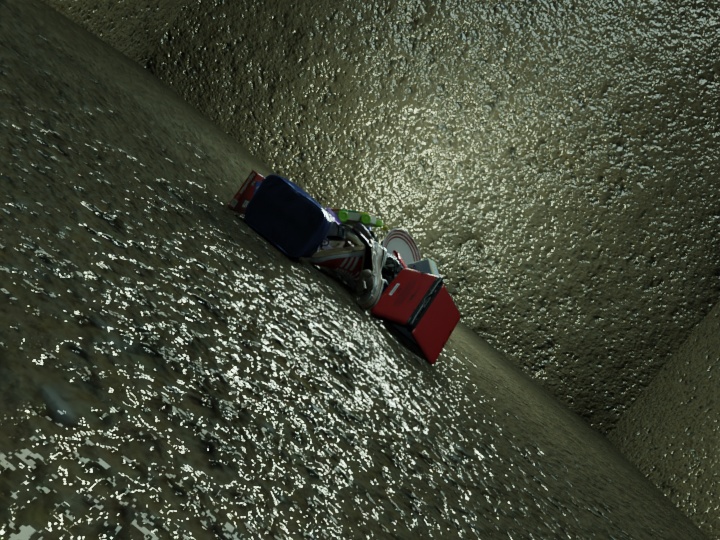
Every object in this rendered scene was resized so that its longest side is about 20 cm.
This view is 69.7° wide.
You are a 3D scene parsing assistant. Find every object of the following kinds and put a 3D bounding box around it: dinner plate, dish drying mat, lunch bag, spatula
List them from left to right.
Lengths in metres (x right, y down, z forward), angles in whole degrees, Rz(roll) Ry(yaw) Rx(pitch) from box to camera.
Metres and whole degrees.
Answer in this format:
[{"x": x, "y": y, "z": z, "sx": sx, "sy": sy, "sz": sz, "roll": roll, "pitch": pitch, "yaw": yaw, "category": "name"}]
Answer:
[{"x": -0.156, "y": -0.120, "z": 1.217, "sx": 0.199, "sy": 0.137, "sz": 0.132, "roll": 39, "pitch": 6, "yaw": 4, "category": "lunch bag"}, {"x": -0.031, "y": -0.112, "z": 1.366, "sx": 0.200, "sy": 0.021, "sz": 0.056, "roll": 40, "pitch": 5, "yaw": 39, "category": "spatula"}, {"x": 0.127, "y": -0.031, "z": 1.629, "sx": 0.024, "sy": 0.203, "sz": 0.199, "roll": -12, "pitch": -35, "yaw": 43, "category": "dinner plate"}, {"x": 0.157, "y": 0.029, "z": 1.589, "sx": 0.202, "sy": 0.018, "sz": 0.077, "roll": 59, "pitch": 7, "yaw": -20, "category": "dish drying mat"}]

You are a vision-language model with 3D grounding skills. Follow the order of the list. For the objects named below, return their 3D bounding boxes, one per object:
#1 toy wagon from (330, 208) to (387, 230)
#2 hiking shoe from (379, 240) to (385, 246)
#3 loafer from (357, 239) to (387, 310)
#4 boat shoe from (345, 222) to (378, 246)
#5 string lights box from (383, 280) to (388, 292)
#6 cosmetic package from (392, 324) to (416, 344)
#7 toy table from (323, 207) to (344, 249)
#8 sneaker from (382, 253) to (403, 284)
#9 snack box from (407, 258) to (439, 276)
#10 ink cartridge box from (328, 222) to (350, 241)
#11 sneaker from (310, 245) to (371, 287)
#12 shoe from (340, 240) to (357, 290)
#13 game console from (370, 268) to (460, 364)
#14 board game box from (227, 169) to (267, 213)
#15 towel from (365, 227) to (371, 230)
[{"x": -0.014, "y": -0.148, "z": 1.534, "sx": 0.196, "sy": 0.040, "sz": 0.155, "roll": 4, "pitch": -3, "yaw": -15, "category": "toy wagon"}, {"x": 0.108, "y": -0.007, "z": 1.686, "sx": 0.076, "sy": 0.099, "sz": 0.203, "roll": -70, "pitch": 154, "yaw": -58, "category": "hiking shoe"}, {"x": 0.020, "y": 0.007, "z": 1.305, "sx": 0.063, "sy": 0.071, "sz": 0.202, "roll": 41, "pitch": 41, "yaw": -29, "category": "loafer"}, {"x": 0.022, "y": -0.085, "z": 1.498, "sx": 0.072, "sy": 0.065, "sz": 0.200, "roll": 35, "pitch": 3, "yaw": 28, "category": "boat shoe"}, {"x": 0.112, "y": 0.097, "z": 1.581, "sx": 0.199, "sy": 0.059, "sz": 0.103, "roll": 39, "pitch": 9, "yaw": 2, "category": "string lights box"}, {"x": 0.135, "y": 0.142, "z": 1.428, "sx": 0.150, "sy": 0.052, "sz": 0.200, "roll": 37, "pitch": 6, "yaw": 2, "category": "cosmetic package"}, {"x": -0.075, "y": -0.113, "z": 1.768, "sx": 0.199, "sy": 0.118, "sz": 0.184, "roll": 37, "pitch": 6, "yaw": -17, "category": "toy table"}, {"x": 0.109, "y": 0.025, "z": 1.490, "sx": 0.199, "sy": 0.071, "sz": 0.083, "roll": 43, "pitch": 10, "yaw": -25, "category": "sneaker"}, {"x": 0.198, "y": 0.059, "z": 1.477, "sx": 0.200, "sy": 0.067, "sz": 0.172, "roll": 15, "pitch": 60, "yaw": -77, "category": "snack box"}, {"x": -0.133, "y": -0.113, "z": 1.519, "sx": 0.196, "sy": 0.044, "sz": 0.198, "roll": 4, "pitch": 0, "yaw": 15, "category": "ink cartridge box"}, {"x": -0.044, "y": -0.001, "z": 1.362, "sx": 0.198, "sy": 0.115, "sz": 0.071, "roll": -8, "pitch": 16, "yaw": -36, "category": "sneaker"}, {"x": 0.000, "y": 0.000, "z": 1.479, "sx": 0.200, "sy": 0.091, "sz": 0.071, "roll": 42, "pitch": 7, "yaw": 29, "category": "shoe"}, {"x": 0.142, "y": 0.110, "z": 1.306, "sx": 0.170, "sy": 0.200, "sz": 0.120, "roll": 15, "pitch": -49, "yaw": 26, "category": "game console"}, {"x": -0.248, "y": -0.180, "z": 1.282, "sx": 0.019, "sy": 0.103, "sz": 0.200, "roll": 39, "pitch": 6, "yaw": 12, "category": "board game box"}, {"x": 0.046, "y": -0.043, "z": 1.752, "sx": 0.202, "sy": 0.023, "sz": 0.146, "roll": 72, "pitch": 10, "yaw": -46, "category": "towel"}]
